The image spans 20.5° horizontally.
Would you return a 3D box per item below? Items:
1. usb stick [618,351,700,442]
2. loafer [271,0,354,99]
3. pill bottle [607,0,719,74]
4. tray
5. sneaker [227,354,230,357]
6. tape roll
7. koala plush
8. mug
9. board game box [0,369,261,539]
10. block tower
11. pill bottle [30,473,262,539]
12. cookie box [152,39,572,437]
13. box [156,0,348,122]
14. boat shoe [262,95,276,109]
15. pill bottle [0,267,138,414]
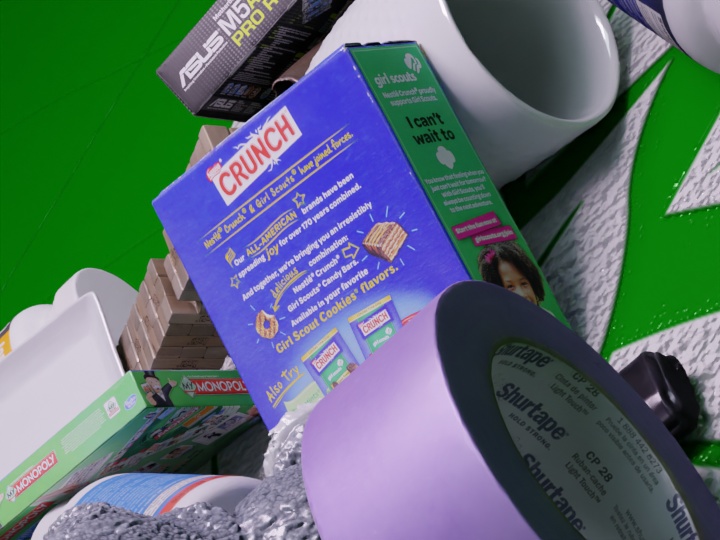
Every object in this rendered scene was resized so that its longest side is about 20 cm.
[{"bbox_3d":[0.091,0.117,1.007,0.200,0.033,0.056,-43,36,21],"label":"usb stick"},{"bbox_3d":[-0.016,-0.115,1.316,0.073,0.071,0.201,31,90,27],"label":"loafer"},{"bbox_3d":[0.199,-0.170,1.065,0.116,0.116,0.200,-51,28,7],"label":"pill bottle"},{"bbox_3d":[-0.229,0.111,1.364,0.200,0.022,0.108,-37,60,23],"label":"tray"},{"bbox_3d":[-0.054,0.023,1.321,0.200,0.074,0.088,12,87,64],"label":"sneaker"},{"bbox_3d":[0.074,0.108,0.860,0.085,0.200,0.200,-41,30,22],"label":"tape roll"},{"bbox_3d":[-0.045,0.158,0.972,0.199,0.184,0.178,-29,44,-8],"label":"koala plush"},{"bbox_3d":[0.044,-0.132,1.222,0.175,0.147,0.201,-35,48,41],"label":"mug"},{"bbox_3d":[-0.163,0.129,1.296,0.200,0.134,0.029,-39,66,28],"label":"board game box"},{"bbox_3d":[-0.102,0.003,1.285,0.201,0.054,0.058,-64,36,37],"label":"block tower"},{"bbox_3d":[-0.121,0.177,1.188,0.200,0.112,0.113,-5,54,55],"label":"pill bottle"},{"bbox_3d":[0.000,0.000,1.112,0.171,0.075,0.201,-35,77,33],"label":"cookie box"},{"bbox_3d":[-0.038,-0.174,1.390,0.160,0.044,0.200,-48,-15,16],"label":"box"},{"bbox_3d":[0.012,-0.130,1.386,0.200,0.072,0.072,-41,59,4],"label":"boat shoe"},{"bbox_3d":[-0.235,0.098,1.454,0.200,0.116,0.117,-44,29,20],"label":"pill bottle"}]
